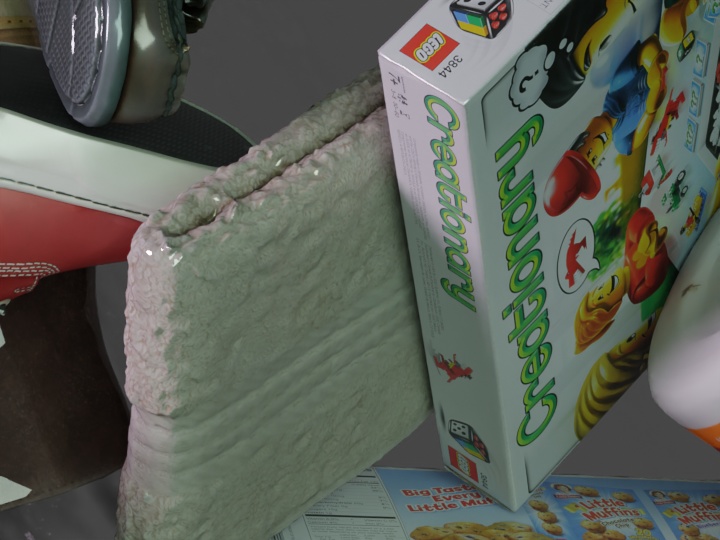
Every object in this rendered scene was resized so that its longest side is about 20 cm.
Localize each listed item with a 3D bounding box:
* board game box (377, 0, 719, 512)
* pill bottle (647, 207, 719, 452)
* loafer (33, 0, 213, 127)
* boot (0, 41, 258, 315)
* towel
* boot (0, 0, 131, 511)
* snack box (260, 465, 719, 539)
[{"bbox_3d":[0.066,-0.032,0.864,0.035,0.200,0.126,32,64,27],"label":"board game box"},{"bbox_3d":[0.193,0.048,0.885,0.200,0.110,0.110,35,82,-12],"label":"pill bottle"},{"bbox_3d":[-0.063,-0.116,0.856,0.063,0.201,0.072,5,131,-20],"label":"loafer"},{"bbox_3d":[-0.128,0.010,0.839,0.199,0.072,0.145,6,111,-25],"label":"boot"},{"bbox_3d":[0.000,0.000,0.865,0.034,0.133,0.200,30,44,28],"label":"towel"},{"bbox_3d":[-0.171,0.003,0.875,0.199,0.072,0.167,-13,89,-16],"label":"boot"},{"bbox_3d":[0.042,0.085,0.919,0.199,0.072,0.024,3,108,-12],"label":"snack box"}]
